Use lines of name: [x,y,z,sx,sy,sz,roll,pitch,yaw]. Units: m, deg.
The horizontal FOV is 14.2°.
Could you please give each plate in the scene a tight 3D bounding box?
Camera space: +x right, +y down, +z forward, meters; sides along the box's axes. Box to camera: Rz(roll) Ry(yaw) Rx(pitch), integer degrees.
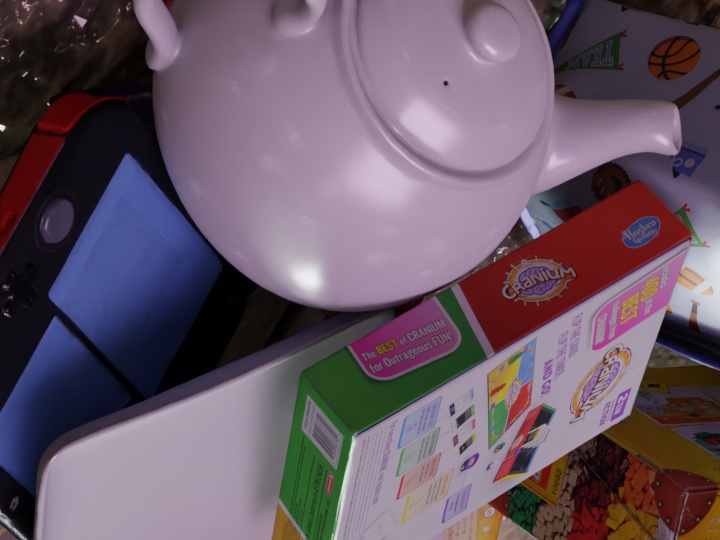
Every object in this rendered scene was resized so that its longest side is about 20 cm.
plate: [-0.080,0.114,1.336,0.199,0.032,0.200,-23,141,-35]

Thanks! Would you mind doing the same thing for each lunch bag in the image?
lunch bag: [0.174,-0.020,1.435,0.124,0.169,0.200,-54,142,-19]

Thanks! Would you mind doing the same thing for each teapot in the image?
teapot: [0.012,-0.084,1.275,0.200,0.198,0.146,-37,-172,-39]

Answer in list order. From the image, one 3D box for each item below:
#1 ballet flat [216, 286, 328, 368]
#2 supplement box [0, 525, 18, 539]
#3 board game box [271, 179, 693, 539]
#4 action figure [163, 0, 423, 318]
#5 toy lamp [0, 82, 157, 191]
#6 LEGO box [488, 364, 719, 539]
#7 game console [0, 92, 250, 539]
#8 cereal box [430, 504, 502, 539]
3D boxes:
ballet flat: [0.000,0.000,1.446,0.067,0.062,0.200,24,113,-40]
supplement box: [-0.216,0.133,1.392,0.103,0.131,0.201,-18,134,-17]
board game box: [0.055,0.058,1.345,0.199,0.040,0.153,-29,153,-26]
action figure: [-0.036,-0.046,1.360,0.052,0.066,0.200,-28,113,24]
toy lamp: [-0.180,-0.034,1.324,0.199,0.058,0.058,-24,134,-10]
LEGO box: [0.192,0.114,1.561,0.199,0.149,0.078,-2,113,-36]
game console: [-0.122,0.032,1.295,0.178,0.031,0.200,-66,152,-17]
cereal box: [-0.022,0.167,1.588,0.199,0.040,0.145,-9,129,-22]
